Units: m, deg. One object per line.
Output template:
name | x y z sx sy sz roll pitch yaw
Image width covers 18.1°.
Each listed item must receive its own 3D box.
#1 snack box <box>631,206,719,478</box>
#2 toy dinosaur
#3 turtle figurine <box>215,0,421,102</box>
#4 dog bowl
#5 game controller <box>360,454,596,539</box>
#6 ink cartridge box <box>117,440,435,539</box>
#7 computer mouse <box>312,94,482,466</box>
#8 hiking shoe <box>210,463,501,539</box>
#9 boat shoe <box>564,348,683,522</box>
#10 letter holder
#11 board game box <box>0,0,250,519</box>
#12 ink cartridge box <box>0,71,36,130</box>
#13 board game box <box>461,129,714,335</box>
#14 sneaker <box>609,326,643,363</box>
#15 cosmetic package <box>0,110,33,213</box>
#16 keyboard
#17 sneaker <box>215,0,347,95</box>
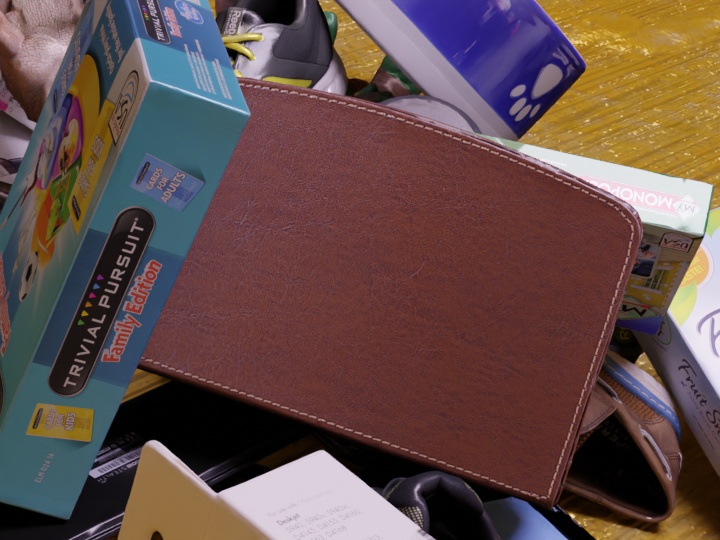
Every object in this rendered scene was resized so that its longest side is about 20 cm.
snack box | 0.237 0.055 1.161 0.142 0.053 0.201 -19 64 -20
toy dinosaur | -0.154 -0.102 1.124 0.085 0.136 0.201 -3 45 -1
turtle figurine | -0.043 -0.120 1.360 0.150 0.101 0.200 48 20 11
dog bowl | 0.035 -0.159 1.287 0.200 0.079 0.200 46 5 -5
game controller | 0.087 0.146 1.042 0.104 0.042 0.200 -11 41 -40
ink cartridge box | -0.009 0.155 0.898 0.200 0.116 0.067 37 35 29
computer mouse | 0.000 0.000 1.171 0.138 0.053 0.201 26 68 8
hiking shoe | 0.014 0.119 0.981 0.200 0.101 0.076 28 30 28
boat shoe | 0.090 0.062 1.105 0.200 0.072 0.073 28 32 -30
letter holder | 0.017 -0.002 1.004 0.199 0.143 0.101 18 10 7
board game box | -0.117 -0.019 0.976 0.047 0.201 0.151 18 23 -21
ink cartridge box | -0.189 -0.130 1.233 0.200 0.067 0.116 34 7 -24
board game box | 0.058 -0.025 1.083 0.199 0.135 0.029 12 68 2
sneaker | 0.068 -0.001 1.230 0.199 0.075 0.085 23 30 9
cosmetic package | -0.197 -0.040 1.192 0.082 0.051 0.200 -11 40 -42
keyboard | -0.113 0.095 1.016 0.199 0.040 0.104 -23 35 -34
sneaker | -0.072 -0.087 1.170 0.074 0.085 0.200 4 38 22
